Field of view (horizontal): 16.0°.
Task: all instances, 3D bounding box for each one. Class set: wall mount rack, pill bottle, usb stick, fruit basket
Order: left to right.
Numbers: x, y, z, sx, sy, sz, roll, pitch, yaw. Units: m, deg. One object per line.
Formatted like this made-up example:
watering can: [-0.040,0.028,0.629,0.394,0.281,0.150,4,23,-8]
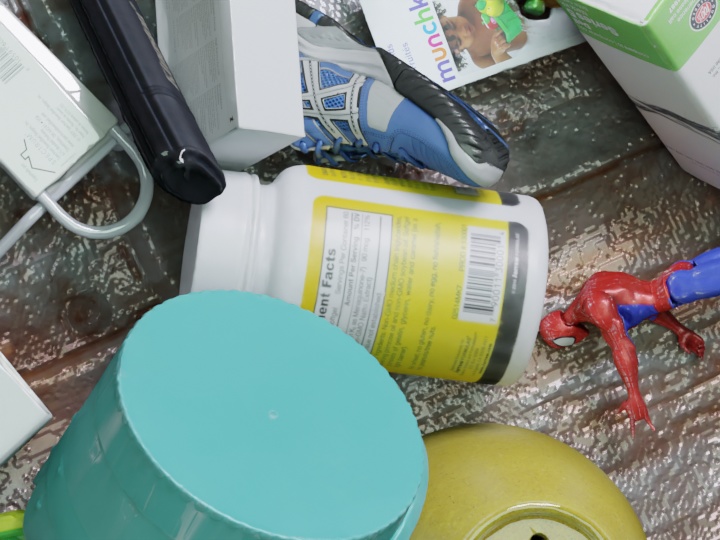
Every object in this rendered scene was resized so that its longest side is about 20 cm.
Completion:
wall mount rack: [-0.222,-0.074,1.484,0.174,0.075,0.200,-44,91,-14]
usb stick: [-0.127,-0.114,1.461,0.033,0.055,0.200,-40,50,14]
pill bottle: [0.000,0.000,1.486,0.200,0.114,0.114,8,82,-8]
fruit basket: [0.085,-0.217,1.536,0.200,0.094,0.185,-19,87,-7]

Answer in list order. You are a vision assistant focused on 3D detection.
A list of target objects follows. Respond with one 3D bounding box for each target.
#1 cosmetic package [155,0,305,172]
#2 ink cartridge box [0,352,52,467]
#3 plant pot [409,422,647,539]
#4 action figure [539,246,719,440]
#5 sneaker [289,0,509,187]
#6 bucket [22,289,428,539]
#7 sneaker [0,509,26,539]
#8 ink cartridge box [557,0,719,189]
cosmetic package: [-0.078,-0.162,1.488,0.051,0.083,0.200,6,72,-33]
ink cartridge box: [-0.270,0.119,1.414,0.200,0.147,0.083,-43,93,-10]
plant pot: [0.087,0.184,1.465,0.200,0.142,0.200,1,84,-9]
action figure: [0.208,0.029,1.530,0.200,0.065,0.099,-17,104,15]
sneaker: [0.005,-0.089,1.491,0.200,0.076,0.077,32,91,37]
bucket: [-0.070,0.119,1.393,0.207,0.135,0.207,18,41,-16]
sneaker: [-0.136,0.184,1.464,0.200,0.074,0.084,15,78,-7]
ink cartridge box: [0.218,-0.152,1.498,0.146,0.084,0.200,-53,137,-9]
